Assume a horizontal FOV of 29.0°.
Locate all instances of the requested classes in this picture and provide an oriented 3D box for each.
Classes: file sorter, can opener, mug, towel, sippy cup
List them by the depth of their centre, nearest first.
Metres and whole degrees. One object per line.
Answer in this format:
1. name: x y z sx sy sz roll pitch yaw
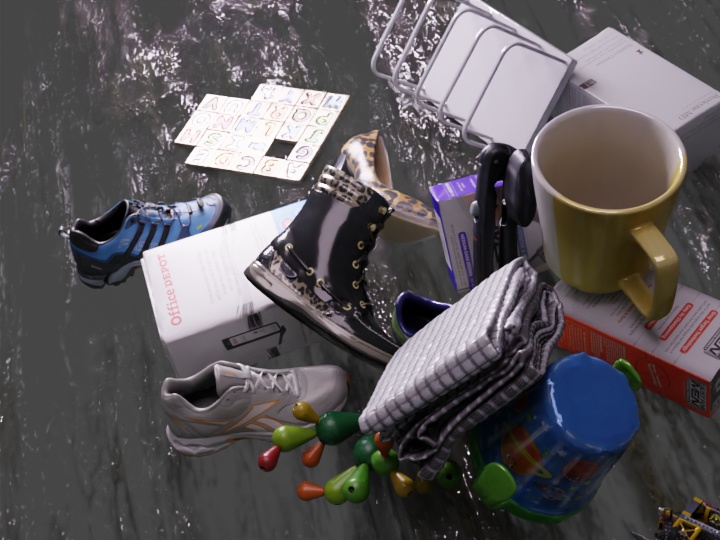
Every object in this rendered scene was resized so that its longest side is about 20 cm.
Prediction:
1. sippy cup: 0.185 0.145 1.271 0.138 0.131 0.179 22 55 -10
2. towel: 0.102 0.088 1.274 0.165 0.086 0.200 -38 8 24
3. mug: 0.237 -0.044 1.370 0.148 0.154 0.188 6 49 9
4. can opener: 0.142 -0.038 1.449 0.063 0.202 0.079 4 28 -4
5. file sorter: 0.127 -0.243 1.660 0.124 0.140 0.200 11 23 -45

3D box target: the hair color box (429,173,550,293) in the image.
1. hair color box: 0.185 -0.057 1.510 0.198 0.110 0.065 -15 19 -2

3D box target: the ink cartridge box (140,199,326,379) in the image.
1. ink cartridge box: -0.127 0.024 1.531 0.198 0.085 0.147 -18 46 -4

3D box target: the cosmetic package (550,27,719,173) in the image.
1. cosmetic package: 0.324 -0.193 1.637 0.112 0.082 0.200 -33 47 -21

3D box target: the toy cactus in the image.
1. toy cactus: 0.010 0.158 1.374 0.198 0.103 0.166 -1 36 25

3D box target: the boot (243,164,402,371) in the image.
1. boot: -0.001 -0.001 1.424 0.203 0.074 0.154 32 82 13

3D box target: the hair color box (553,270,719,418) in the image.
1. hair color box: 0.292 0.059 1.413 0.199 0.062 0.101 26 56 34

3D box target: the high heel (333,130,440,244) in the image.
1. high heel: 0.045 -0.107 1.624 0.199 0.072 0.143 12 56 36

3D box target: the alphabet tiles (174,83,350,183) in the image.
1. alphabet tiles: -0.133 -0.183 1.791 0.198 0.008 0.168 10 50 22

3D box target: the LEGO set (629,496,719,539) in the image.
1. LEGO set: 0.304 0.282 1.127 0.199 0.155 0.116 29 41 26

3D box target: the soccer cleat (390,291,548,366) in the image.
1. soccer cleat: 0.112 0.081 1.418 0.199 0.084 0.065 24 55 32

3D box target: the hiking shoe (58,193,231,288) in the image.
1. hiking shoe: -0.245 -0.048 1.629 0.198 0.087 0.075 -24 45 -11

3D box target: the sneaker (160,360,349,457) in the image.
1. sneaker: -0.109 0.128 1.421 0.198 0.093 0.076 -15 45 -2
